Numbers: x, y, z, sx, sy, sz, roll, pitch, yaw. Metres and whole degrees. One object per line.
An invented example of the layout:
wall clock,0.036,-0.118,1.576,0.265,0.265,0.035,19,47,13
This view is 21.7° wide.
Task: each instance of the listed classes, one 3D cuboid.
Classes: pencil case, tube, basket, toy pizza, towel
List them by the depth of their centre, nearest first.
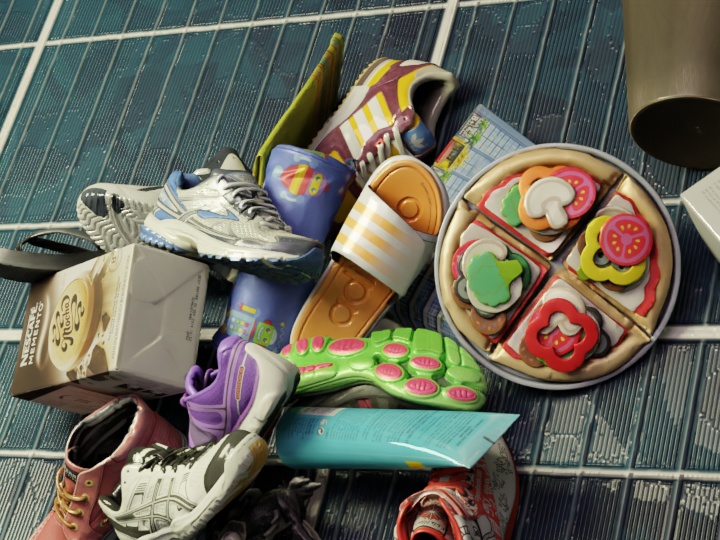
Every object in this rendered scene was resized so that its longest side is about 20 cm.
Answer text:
tube,0.023,0.132,1.476,0.200,0.050,0.077,-4,30,39
toy pizza,0.157,-0.004,1.515,0.200,0.032,0.201,-1,87,10
basket,0.293,-0.199,1.588,0.180,0.136,0.200,1,61,23
pencil case,-0.067,-0.013,1.640,0.078,0.087,0.200,18,92,-6
towel,-0.060,-0.132,1.722,0.018,0.086,0.200,18,44,11

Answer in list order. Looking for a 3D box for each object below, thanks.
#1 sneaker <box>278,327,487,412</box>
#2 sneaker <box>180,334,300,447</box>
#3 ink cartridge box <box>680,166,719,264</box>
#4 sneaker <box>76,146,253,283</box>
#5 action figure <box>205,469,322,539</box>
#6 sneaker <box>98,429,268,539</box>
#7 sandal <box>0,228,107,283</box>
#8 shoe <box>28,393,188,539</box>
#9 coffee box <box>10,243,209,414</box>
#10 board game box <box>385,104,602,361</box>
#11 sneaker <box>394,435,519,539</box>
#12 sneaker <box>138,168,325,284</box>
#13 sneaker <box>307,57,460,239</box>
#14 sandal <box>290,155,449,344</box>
sneaker,0.019,0.098,1.552,0.200,0.084,0.077,2,45,31
sneaker,-0.116,0.122,1.554,0.083,0.200,0.081,36,41,6
ink cartridge box,0.377,-0.052,1.463,0.200,0.084,0.145,-35,48,3
sneaker,-0.159,-0.063,1.726,0.199,0.080,0.130,9,38,-10
action figure,-0.084,0.236,1.496,0.119,0.102,0.200,-27,7,39
sneaker,-0.151,0.171,1.505,0.076,0.088,0.200,-36,-6,-47
sandal,-0.254,-0.013,1.730,0.076,0.200,0.043,159,111,-63
shoe,-0.241,0.194,1.616,0.200,0.091,0.071,-44,48,-7
coffee box,-0.222,0.055,1.648,0.200,0.080,0.113,-17,61,53
board game box,0.128,-0.023,1.594,0.200,0.062,0.200,24,71,39
sneaker,0.074,0.177,1.446,0.067,0.108,0.202,-12,52,21
sneaker,-0.106,-0.045,1.578,0.200,0.077,0.085,14,85,39
sneaker,0.016,-0.112,1.712,0.090,0.075,0.200,10,63,39
sandal,0.007,0.005,1.565,0.079,0.059,0.207,29,104,-1
